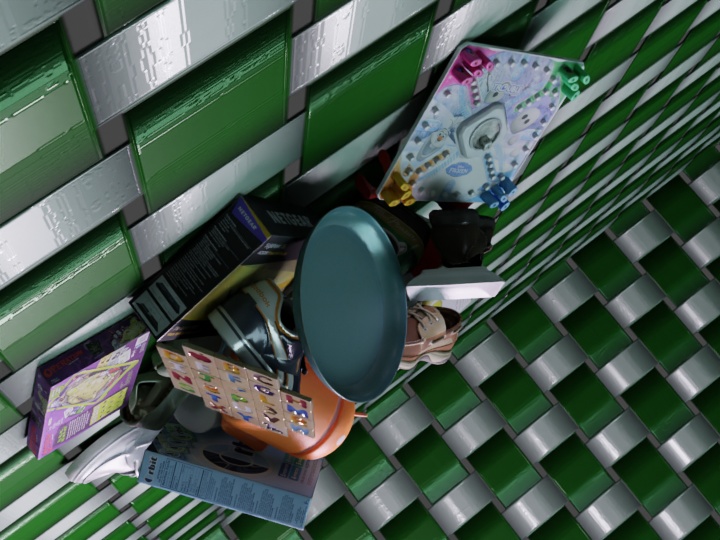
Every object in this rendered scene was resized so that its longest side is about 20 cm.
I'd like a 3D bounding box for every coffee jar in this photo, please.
[{"bbox_3d":[0.000,0.000,1.291,0.200,0.104,0.085,-55,-179,-36],"label":"coffee jar"}]

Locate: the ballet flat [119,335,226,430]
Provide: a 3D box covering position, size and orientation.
[{"bbox_3d":[-0.220,0.120,1.295,0.063,0.068,0.200,11,135,-34],"label":"ballet flat"}]

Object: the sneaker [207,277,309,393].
[{"bbox_3d":[-0.085,0.078,1.156,0.079,0.078,0.200,-39,152,-8],"label":"sneaker"}]

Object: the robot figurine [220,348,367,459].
[{"bbox_3d":[-0.086,0.149,1.322,0.116,0.200,0.144,14,-106,54],"label":"robot figurine"}]

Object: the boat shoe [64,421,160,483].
[{"bbox_3d":[-0.290,0.234,1.478,0.200,0.069,0.072,-27,164,-46],"label":"boat shoe"}]

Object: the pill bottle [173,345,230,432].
[{"bbox_3d":[-0.148,0.133,1.433,0.200,0.111,0.111,-24,161,-52],"label":"pill bottle"}]

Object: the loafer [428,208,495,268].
[{"bbox_3d":[0.115,-0.030,1.324,0.072,0.072,0.200,-1,177,16],"label":"loafer"}]

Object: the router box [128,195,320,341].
[{"bbox_3d":[-0.123,0.000,1.151,0.157,0.052,0.200,-42,168,13],"label":"router box"}]

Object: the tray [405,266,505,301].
[{"bbox_3d":[0.106,0.016,1.296,0.107,0.022,0.200,-4,174,3],"label":"tray"}]

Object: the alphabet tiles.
[{"bbox_3d":[-0.125,0.126,1.161,0.200,0.165,0.006,92,19,-66],"label":"alphabet tiles"}]

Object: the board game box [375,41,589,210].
[{"bbox_3d":[0.136,-0.147,1.225,0.199,0.026,0.201,-1,133,-41],"label":"board game box"}]

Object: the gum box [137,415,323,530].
[{"bbox_3d":[-0.150,0.236,1.359,0.170,0.199,0.045,-71,178,-80],"label":"gum box"}]

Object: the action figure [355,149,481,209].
[{"bbox_3d":[0.074,-0.119,1.313,0.199,0.099,0.065,10,138,-45],"label":"action figure"}]

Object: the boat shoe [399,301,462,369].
[{"bbox_3d":[0.065,0.071,1.381,0.072,0.076,0.200,-58,158,15],"label":"boat shoe"}]

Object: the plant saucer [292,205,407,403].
[{"bbox_3d":[-0.013,0.035,1.156,0.027,0.202,0.200,-6,-173,31],"label":"plant saucer"}]

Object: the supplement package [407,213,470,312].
[{"bbox_3d":[0.058,0.029,1.530,0.200,0.109,0.114,-39,143,-41],"label":"supplement package"}]

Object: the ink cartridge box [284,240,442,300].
[{"bbox_3d":[-0.001,0.004,1.383,0.199,0.116,0.067,-31,166,-31],"label":"ink cartridge box"}]

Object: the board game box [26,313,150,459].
[{"bbox_3d":[-0.286,0.123,1.178,0.120,0.032,0.200,-36,168,-33],"label":"board game box"}]
